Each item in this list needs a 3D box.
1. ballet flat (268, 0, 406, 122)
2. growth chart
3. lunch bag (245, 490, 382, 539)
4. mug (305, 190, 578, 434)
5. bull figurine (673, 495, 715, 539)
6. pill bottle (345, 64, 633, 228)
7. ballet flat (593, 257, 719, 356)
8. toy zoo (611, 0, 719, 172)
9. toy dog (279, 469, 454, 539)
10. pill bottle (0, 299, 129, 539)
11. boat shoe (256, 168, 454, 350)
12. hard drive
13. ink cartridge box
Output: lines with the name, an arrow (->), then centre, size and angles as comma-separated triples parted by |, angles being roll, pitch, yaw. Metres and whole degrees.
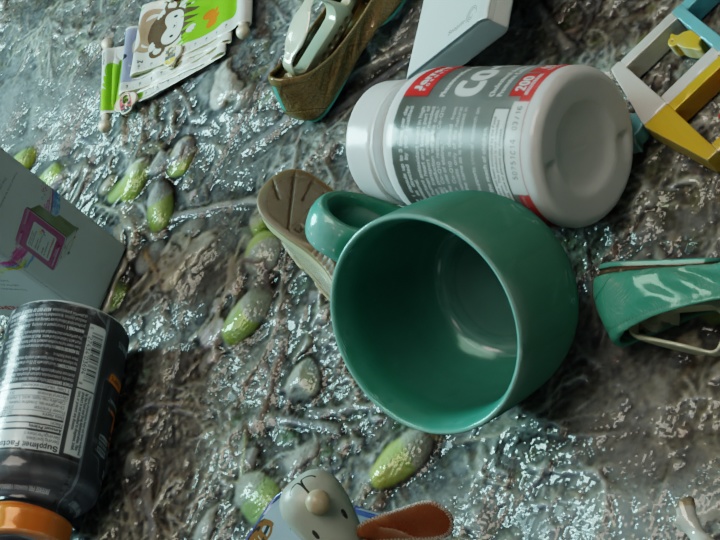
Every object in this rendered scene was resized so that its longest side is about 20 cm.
ballet flat -> -0.016, -0.224, 1.376 | 0.068, 0.072, 0.200 | 30, 83, 47
growth chart -> -0.180, -0.231, 1.554 | 0.200, 0.018, 0.145 | -29, 47, 20
lunch bag -> -0.031, 0.255, 1.074 | 0.160, 0.076, 0.200 | 12, 71, 40
mug -> 0.065, 0.008, 1.089 | 0.152, 0.114, 0.185 | -24, 89, 39
bull figurine -> 0.207, 0.208, 0.918 | 0.200, 0.065, 0.121 | -48, 40, 0
pill bottle -> 0.089, -0.093, 1.169 | 0.200, 0.114, 0.114 | 7, 67, 46
ballet flat -> 0.244, 0.018, 1.022 | 0.200, 0.067, 0.071 | -10, 81, 34
toy zoo -> 0.266, -0.155, 1.138 | 0.200, 0.020, 0.131 | -44, 44, 8
toy dog -> 0.025, 0.208, 0.975 | 0.200, 0.096, 0.132 | 28, 74, 3
pill bottle -> -0.259, 0.134, 1.314 | 0.106, 0.106, 0.200 | -13, 55, 32
boat shoe -> 0.000, 0.000, 1.224 | 0.072, 0.065, 0.200 | -44, 61, -11
hard drive -> 0.094, -0.260, 1.301 | 0.132, 0.027, 0.200 | -31, 43, 59
ink cartridge box -> -0.332, -0.037, 1.420 | 0.144, 0.200, 0.085 | 2, 60, 39
